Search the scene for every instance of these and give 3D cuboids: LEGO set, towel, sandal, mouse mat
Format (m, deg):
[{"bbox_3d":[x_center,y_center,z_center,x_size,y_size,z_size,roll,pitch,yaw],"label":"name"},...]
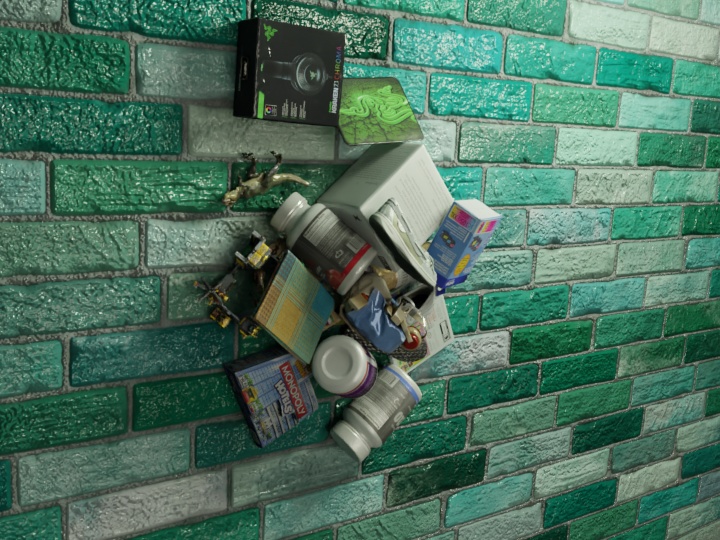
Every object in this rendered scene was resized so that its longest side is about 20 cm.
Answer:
[{"bbox_3d":[-0.199,0.025,1.500,0.200,0.116,0.154,-43,91,-12],"label":"LEGO set"},{"bbox_3d":[-0.122,0.072,1.515,0.200,0.021,0.149,49,59,-50],"label":"towel"},{"bbox_3d":[0.053,0.148,1.763,0.197,0.048,0.077,13,103,-14],"label":"sandal"},{"bbox_3d":[0.025,-0.322,1.617,0.197,0.008,0.163,-9,67,-34],"label":"mouse mat"}]

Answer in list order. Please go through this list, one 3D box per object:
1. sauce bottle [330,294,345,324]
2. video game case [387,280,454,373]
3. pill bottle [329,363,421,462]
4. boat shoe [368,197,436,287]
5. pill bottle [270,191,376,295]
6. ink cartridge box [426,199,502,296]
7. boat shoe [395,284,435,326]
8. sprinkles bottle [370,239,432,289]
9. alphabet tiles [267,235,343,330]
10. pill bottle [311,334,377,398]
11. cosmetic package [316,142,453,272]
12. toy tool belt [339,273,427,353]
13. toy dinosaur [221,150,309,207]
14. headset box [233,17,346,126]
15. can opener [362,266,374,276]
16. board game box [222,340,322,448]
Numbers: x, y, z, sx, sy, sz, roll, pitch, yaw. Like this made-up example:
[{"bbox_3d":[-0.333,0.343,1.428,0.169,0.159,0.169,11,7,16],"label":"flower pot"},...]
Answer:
[{"bbox_3d":[-0.045,0.082,1.683,0.197,0.064,0.066,1,100,-36],"label":"sauce bottle"},{"bbox_3d":[0.123,0.117,1.839,0.180,0.022,0.203,-30,117,-27],"label":"video game case"},{"bbox_3d":[0.032,0.311,1.759,0.200,0.113,0.114,-45,122,-18],"label":"pill bottle"},{"bbox_3d":[0.093,-0.048,1.544,0.065,0.074,0.203,-46,117,-12],"label":"boat shoe"},{"bbox_3d":[-0.074,-0.057,1.557,0.199,0.111,0.111,40,74,3],"label":"pill bottle"},{"bbox_3d":[0.199,-0.043,1.685,0.136,0.076,0.202,-12,136,-60],"label":"ink cartridge box"},{"bbox_3d":[0.091,0.085,1.734,0.199,0.073,0.066,-36,145,-43],"label":"boat shoe"},{"bbox_3d":[0.101,-0.009,1.765,0.198,0.068,0.070,-21,112,-30],"label":"sprinkles bottle"},{"bbox_3d":[-0.104,0.022,1.613,0.166,0.008,0.203,-30,95,-32],"label":"alphabet tiles"},{"bbox_3d":[-0.027,0.201,1.649,0.114,0.111,0.200,-62,164,-7],"label":"pill bottle"},{"bbox_3d":[0.054,-0.135,1.642,0.200,0.164,0.166,-45,121,-19],"label":"cosmetic package"},{"bbox_3d":[0.048,0.106,1.602,0.200,0.123,0.125,42,104,-13],"label":"toy tool belt"},{"bbox_3d":[-0.185,-0.181,1.536,0.197,0.047,0.090,-19,125,-32],"label":"toy dinosaur"},{"bbox_3d":[-0.138,-0.365,1.497,0.197,0.092,0.178,0,100,-34],"label":"headset box"},{"bbox_3d":[0.000,0.000,1.665,0.053,0.067,0.201,-29,117,11],"label":"can opener"},{"bbox_3d":[-0.153,0.232,1.641,0.198,0.061,0.203,-31,117,-26],"label":"board game box"}]
